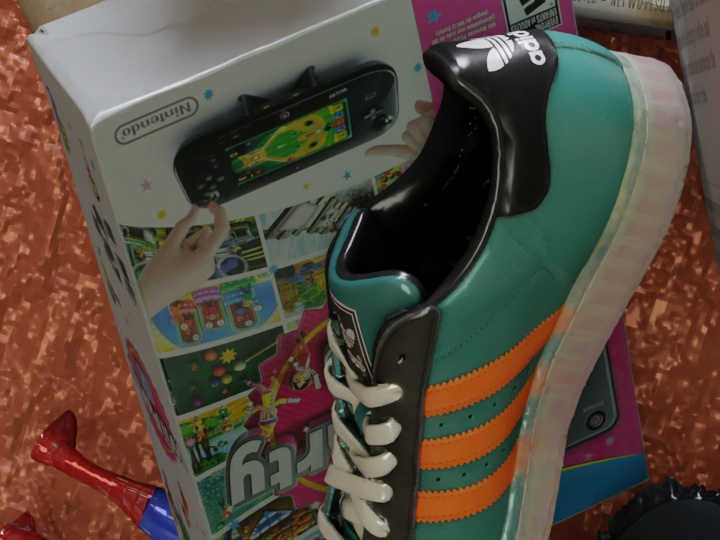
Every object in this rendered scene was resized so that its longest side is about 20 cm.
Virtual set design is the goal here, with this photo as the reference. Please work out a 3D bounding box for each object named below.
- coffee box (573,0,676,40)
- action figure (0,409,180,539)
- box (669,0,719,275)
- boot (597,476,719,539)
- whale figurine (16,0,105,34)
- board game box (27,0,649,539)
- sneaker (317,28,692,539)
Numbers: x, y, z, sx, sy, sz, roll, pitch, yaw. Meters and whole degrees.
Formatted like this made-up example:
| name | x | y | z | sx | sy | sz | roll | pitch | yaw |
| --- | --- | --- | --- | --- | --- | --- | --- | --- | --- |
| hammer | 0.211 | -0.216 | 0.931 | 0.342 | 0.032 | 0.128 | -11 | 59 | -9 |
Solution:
| name | x | y | z | sx | sy | sz | roll | pitch | yaw |
| --- | --- | --- | --- | --- | --- | --- | --- | --- | --- |
| coffee box | 0.124 | -0.127 | 0.742 | 0.198 | 0.080 | 0.115 | 9 | 94 | 7 |
| action figure | -0.022 | 0.114 | 0.792 | 0.199 | 0.052 | 0.066 | 27 | 100 | 6 |
| box | 0.178 | -0.087 | 0.598 | 0.198 | 0.199 | 0.173 | -11 | 92 | 5 |
| boot | 0.068 | 0.136 | 0.664 | 0.168 | 0.200 | 0.077 | -38 | 99 | -1 |
| whale figurine | -0.050 | -0.137 | 0.771 | 0.158 | 0.104 | 0.201 | -17 | 66 | 8 |
| board game box | 0.000 | 0.000 | 0.704 | 0.147 | 0.064 | 0.201 | -23 | 127 | -14 |
| sneaker | 0.017 | 0.027 | 0.647 | 0.079 | 0.071 | 0.201 | 11 | 108 | -30 |
